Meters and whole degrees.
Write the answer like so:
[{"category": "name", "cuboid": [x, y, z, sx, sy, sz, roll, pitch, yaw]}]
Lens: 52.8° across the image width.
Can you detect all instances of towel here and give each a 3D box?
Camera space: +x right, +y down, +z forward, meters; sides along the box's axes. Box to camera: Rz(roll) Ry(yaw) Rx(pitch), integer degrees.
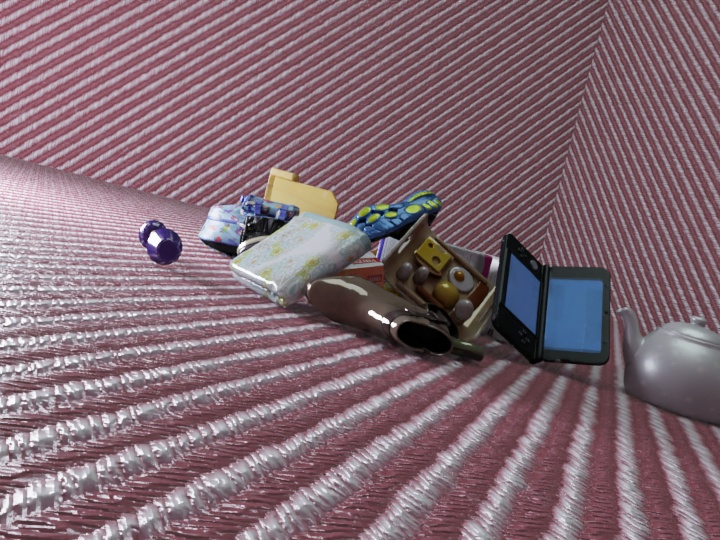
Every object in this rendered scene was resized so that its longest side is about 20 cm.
[{"category": "towel", "cuboid": [-0.098, -0.020, 1.130, 0.170, 0.049, 0.198, -37, 30, -22]}]

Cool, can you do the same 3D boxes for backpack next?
[{"category": "backpack", "cuboid": [-0.236, -0.090, 1.535, 0.194, 0.139, 0.183, 13, 3, 4]}]

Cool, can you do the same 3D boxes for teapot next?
[{"category": "teapot", "cuboid": [0.529, 0.149, 1.163, 0.196, 0.150, 0.196, 13, 5, -33]}]

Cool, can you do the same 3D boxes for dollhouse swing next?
[{"category": "dollhouse swing", "cuboid": [-0.149, -0.117, 1.705, 0.171, 0.206, 0.182, 14, 4, -5]}]

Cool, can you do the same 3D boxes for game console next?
[{"category": "game console", "cuboid": [0.318, 0.042, 1.200, 0.175, 0.203, 0.115, 40, -44, -25]}]

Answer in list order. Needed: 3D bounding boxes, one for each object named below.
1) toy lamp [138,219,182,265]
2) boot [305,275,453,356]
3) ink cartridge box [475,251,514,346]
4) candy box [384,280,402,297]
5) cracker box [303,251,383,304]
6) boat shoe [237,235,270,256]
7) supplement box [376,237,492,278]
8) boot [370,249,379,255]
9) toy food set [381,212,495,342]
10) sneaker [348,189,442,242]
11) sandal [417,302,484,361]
[{"category": "toy lamp", "cuboid": [-0.324, -0.047, 1.171, 0.057, 0.060, 0.199, 13, 5, -25]}, {"category": "boot", "cuboid": [0.031, 0.063, 0.987, 0.195, 0.072, 0.146, 14, 7, -19]}, {"category": "ink cartridge box", "cuboid": [0.293, 0.061, 1.399, 0.084, 0.151, 0.198, 13, 5, -40]}, {"category": "candy box", "cuboid": [-0.015, 0.020, 1.279, 0.194, 0.027, 0.102, 8, 25, 15]}, {"category": "cracker box", "cuboid": [-0.053, -0.013, 1.242, 0.130, 0.059, 0.200, -5, 23, -18]}, {"category": "boat shoe", "cuboid": [-0.141, -0.018, 1.387, 0.194, 0.066, 0.073, 4, -40, -2]}, {"category": "supplement box", "cuboid": [0.135, -0.007, 1.362, 0.196, 0.106, 0.101, 16, 4, 26]}, {"category": "boot", "cuboid": [-0.001, -0.001, 1.477, 0.195, 0.073, 0.144, -7, 1, 12]}, {"category": "toy food set", "cuboid": [0.146, 0.009, 1.215, 0.199, 0.144, 0.061, 41, -33, 5]}, {"category": "sneaker", "cuboid": [0.062, -0.079, 1.282, 0.196, 0.084, 0.071, -20, 51, -31]}, {"category": "sandal", "cuboid": [0.115, 0.083, 1.098, 0.078, 0.059, 0.199, 12, 6, -41]}]
